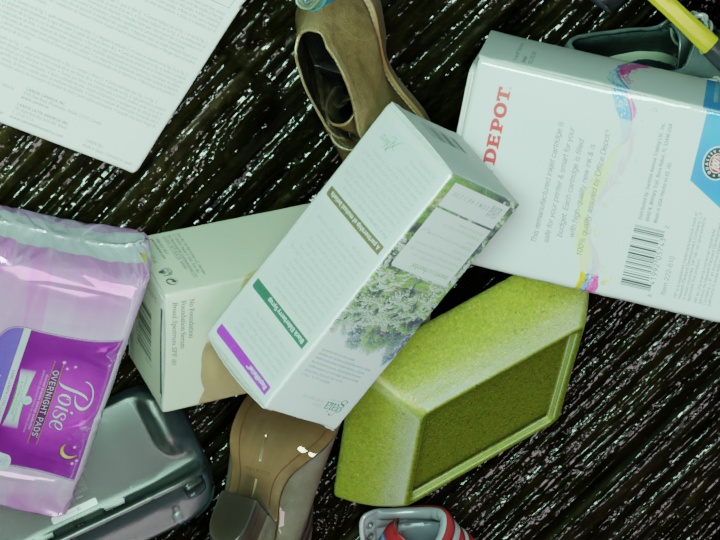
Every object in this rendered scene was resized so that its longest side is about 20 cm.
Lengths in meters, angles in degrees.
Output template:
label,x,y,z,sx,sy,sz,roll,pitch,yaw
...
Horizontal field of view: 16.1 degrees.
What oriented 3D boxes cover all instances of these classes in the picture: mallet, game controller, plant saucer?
label,x,y,z,sx,sy,sz,roll,pitch,yaw
mallet,0.224,-0.150,1.721,0.066,0.041,0.200,-40,104,5
game controller,-0.202,0.157,1.755,0.200,0.042,0.105,-25,90,-11
plant saucer,0.082,0.088,1.813,0.200,0.048,0.200,-28,154,-20

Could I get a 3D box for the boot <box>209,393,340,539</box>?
label,x,y,z,sx,sy,sz,roll,pitch,yaw
boot,-0.055,0.155,1.834,0.200,0.070,0.146,-57,160,-18

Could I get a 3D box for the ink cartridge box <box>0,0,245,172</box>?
label,x,y,z,sx,sy,sz,roll,pitch,yaw
ink cartridge box,-0.156,-0.171,1.548,0.161,0.050,0.200,21,108,-38

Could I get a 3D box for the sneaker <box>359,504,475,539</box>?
label,x,y,z,sx,sy,sz,roll,pitch,yaw
sneaker,0.004,0.257,1.947,0.200,0.071,0.113,-39,138,-8

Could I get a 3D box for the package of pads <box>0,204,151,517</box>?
label,x,y,z,sx,sy,sz,roll,pitch,yaw
package of pads,-0.218,0.057,1.653,0.120,0.076,0.200,13,117,-17

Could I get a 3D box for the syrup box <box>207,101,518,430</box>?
label,x,y,z,sx,sy,sz,roll,pitch,yaw
syrup box,0.000,0.000,1.632,0.200,0.081,0.079,-51,142,15

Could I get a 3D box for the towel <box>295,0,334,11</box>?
label,x,y,z,sx,sy,sz,roll,pitch,yaw
towel,0.025,-0.247,1.528,0.200,0.022,0.147,-41,151,-53

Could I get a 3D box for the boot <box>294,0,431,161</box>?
label,x,y,z,sx,sy,sz,roll,pitch,yaw
boot,-0.002,-0.097,1.651,0.073,0.076,0.200,-5,132,21

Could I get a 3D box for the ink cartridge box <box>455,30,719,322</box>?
label,x,y,z,sx,sy,sz,roll,pitch,yaw
ink cartridge box,0.161,-0.065,1.696,0.200,0.085,0.145,13,112,4

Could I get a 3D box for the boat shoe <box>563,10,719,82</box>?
label,x,y,z,sx,sy,sz,roll,pitch,yaw
boat shoe,0.226,-0.144,1.760,0.200,0.073,0.062,-10,129,-14

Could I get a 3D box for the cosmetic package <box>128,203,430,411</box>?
label,x,y,z,sx,sy,sz,roll,pitch,yaw
cosmetic package,-0.053,0.018,1.729,0.200,0.071,0.105,-13,129,-20
